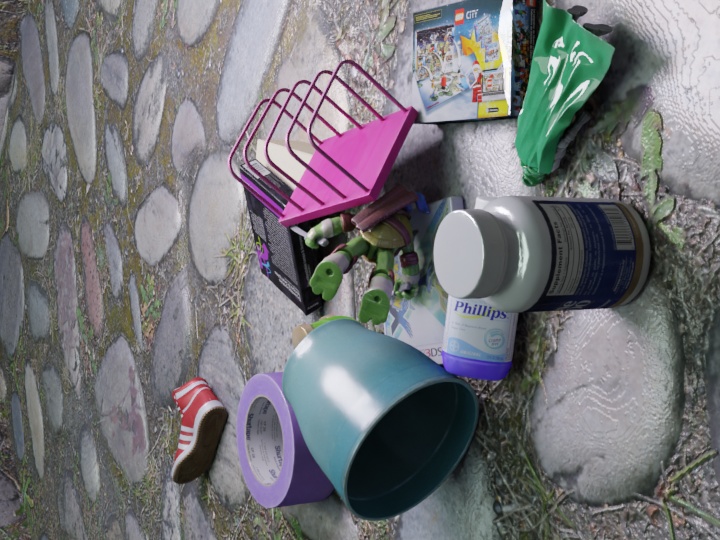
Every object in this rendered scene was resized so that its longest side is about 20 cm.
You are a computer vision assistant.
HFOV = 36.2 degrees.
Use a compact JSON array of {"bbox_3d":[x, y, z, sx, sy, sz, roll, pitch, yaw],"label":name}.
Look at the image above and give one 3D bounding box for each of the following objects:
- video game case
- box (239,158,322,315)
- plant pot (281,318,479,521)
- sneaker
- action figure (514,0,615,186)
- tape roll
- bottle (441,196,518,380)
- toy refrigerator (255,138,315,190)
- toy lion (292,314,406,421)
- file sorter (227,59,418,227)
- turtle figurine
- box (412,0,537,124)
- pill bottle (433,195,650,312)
[{"bbox_3d":[0.080,0.022,1.401,0.182,0.022,0.203,-15,78,58],"label":"video game case"},{"bbox_3d":[-0.118,-0.049,1.638,0.143,0.036,0.202,41,147,44],"label":"box"},{"bbox_3d":[0.009,0.161,1.326,0.188,0.199,0.202,41,126,40],"label":"plant pot"},{"bbox_3d":[-0.311,0.288,2.020,0.113,0.071,0.201,52,126,40],"label":"sneaker"},{"bbox_3d":[0.204,-0.173,1.155,0.118,0.054,0.201,56,143,41],"label":"action figure"},{"bbox_3d":[-0.111,0.254,1.670,0.199,0.084,0.203,2,92,58],"label":"tape roll"},{"bbox_3d":[0.141,0.020,1.239,0.065,0.083,0.202,-46,-36,-75],"label":"bottle"},{"bbox_3d":[-0.079,-0.145,1.612,0.199,0.075,0.071,23,110,56],"label":"toy refrigerator"},{"bbox_3d":[0.000,0.160,1.484,0.191,0.068,0.202,-7,97,53],"label":"toy lion"},{"bbox_3d":[-0.056,-0.161,1.377,0.199,0.125,0.140,-12,46,52],"label":"file sorter"},{"bbox_3d":[0.000,0.000,1.358,0.199,0.194,0.145,-24,109,27],"label":"turtle figurine"},{"bbox_3d":[0.130,-0.245,1.292,0.199,0.037,0.138,9,98,59],"label":"box"},{"bbox_3d":[0.174,-0.016,1.068,0.111,0.198,0.112,2,92,59],"label":"pill bottle"}]
